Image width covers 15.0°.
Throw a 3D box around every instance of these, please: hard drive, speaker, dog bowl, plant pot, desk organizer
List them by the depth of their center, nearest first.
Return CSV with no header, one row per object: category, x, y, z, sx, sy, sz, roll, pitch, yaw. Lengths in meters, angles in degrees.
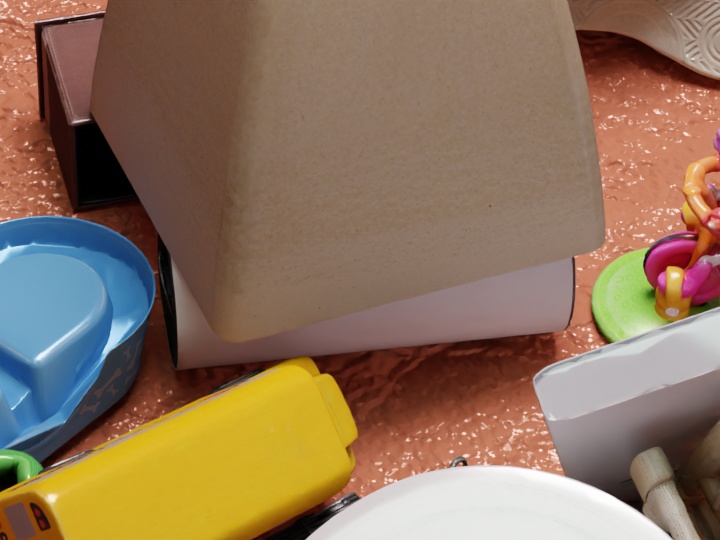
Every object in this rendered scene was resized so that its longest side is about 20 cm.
hard drive,0.148,0.060,1.197,0.132,0.200,0.027,-19,71,3
plant pot,-0.008,-0.114,1.287,0.200,0.177,0.200,-15,43,-17
dog bowl,-0.183,0.052,1.304,0.111,0.050,0.200,29,50,29
speaker,0.000,0.000,1.349,0.200,0.081,0.081,-6,47,-9
desk organizer,-0.065,-0.096,1.446,0.200,0.072,0.077,-10,50,-13

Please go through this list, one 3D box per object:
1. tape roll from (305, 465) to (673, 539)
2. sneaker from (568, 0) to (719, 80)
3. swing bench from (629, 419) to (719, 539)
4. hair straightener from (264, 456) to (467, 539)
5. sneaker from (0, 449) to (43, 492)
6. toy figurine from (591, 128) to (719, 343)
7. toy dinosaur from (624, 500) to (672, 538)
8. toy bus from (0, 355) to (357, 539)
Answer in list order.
tape roll,0.053,0.193,1.080,0.202,0.139,0.203,-3,67,6
sneaker,0.167,-0.163,1.529,0.200,0.075,0.085,15,29,0
swing bench,0.215,0.133,1.105,0.130,0.200,0.199,-11,66,-37
hair straightener,-0.042,0.129,1.231,0.200,0.041,0.077,-28,29,-11
sneaker,-0.210,0.147,1.190,0.078,0.085,0.200,28,51,23
toy figurine,0.219,-0.034,1.325,0.200,0.184,0.150,9,46,6
toy dinosaur,0.122,0.138,1.227,0.200,0.077,0.102,-16,56,-14
toy bus,-0.075,0.094,1.208,0.200,0.078,0.065,-24,91,-43
